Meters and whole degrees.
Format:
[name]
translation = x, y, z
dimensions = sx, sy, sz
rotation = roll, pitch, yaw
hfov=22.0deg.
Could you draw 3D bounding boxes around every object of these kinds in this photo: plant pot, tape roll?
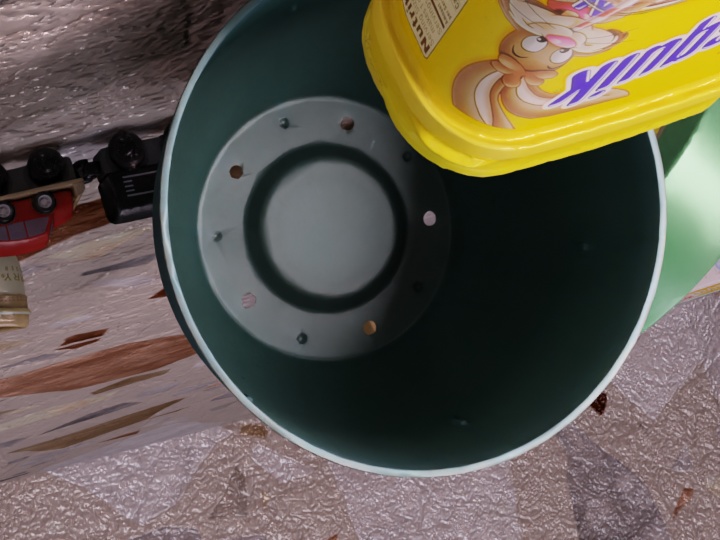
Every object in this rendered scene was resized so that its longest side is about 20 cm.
[plant pot]
translation = 0.004, -0.022, 0.771
dimensions = 0.199, 0.202, 0.161
rotation = -15, -177, -14
[tape roll]
translation = 0.120, -0.049, 0.883
dimensions = 0.200, 0.048, 0.201
rotation = -46, -158, 24

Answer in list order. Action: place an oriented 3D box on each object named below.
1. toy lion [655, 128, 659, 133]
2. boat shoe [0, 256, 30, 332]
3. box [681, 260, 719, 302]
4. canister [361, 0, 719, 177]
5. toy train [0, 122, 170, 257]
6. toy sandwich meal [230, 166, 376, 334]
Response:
[toy lion]
translation = 0.132, -0.090, 1.077
dimensions = 0.191, 0.069, 0.200
rotation = -12, 175, 17
[boat shoe]
translation = -0.269, 0.025, 0.945
dimensions = 0.199, 0.063, 0.073
rotation = -17, 173, 1
[box]
translation = 0.316, -0.045, 1.596
dimensions = 0.199, 0.113, 0.101
rotation = -21, 171, 36
[canister]
translation = 0.097, -0.117, 0.578
dimensions = 0.148, 0.087, 0.200
rotation = -18, 165, -23
[toy train]
translation = -0.162, -0.029, 0.864
dimensions = 0.199, 0.046, 0.034
rotation = -14, 172, -23
[toy sandwich meal]
translation = 0.000, 0.000, 0.994
dimensions = 0.070, 0.206, 0.205
rotation = -36, 178, -16
